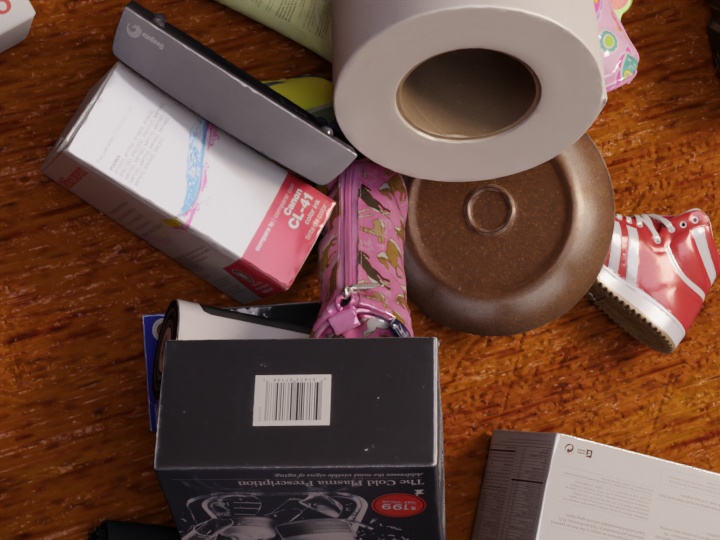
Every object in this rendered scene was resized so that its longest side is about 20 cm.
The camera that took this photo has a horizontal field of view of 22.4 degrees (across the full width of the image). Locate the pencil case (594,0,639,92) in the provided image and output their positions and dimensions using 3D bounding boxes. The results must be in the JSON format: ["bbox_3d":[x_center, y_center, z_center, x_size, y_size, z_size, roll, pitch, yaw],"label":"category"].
[{"bbox_3d":[0.163,-0.239,1.494,0.087,0.087,0.202,-23,100,-17],"label":"pencil case"}]

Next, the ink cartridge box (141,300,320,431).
[{"bbox_3d":[-0.074,0.075,1.471,0.198,0.037,0.096,-4,88,-15],"label":"ink cartridge box"}]

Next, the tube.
[{"bbox_3d":[-0.095,-0.239,1.482,0.198,0.052,0.058,20,122,-18],"label":"tube"}]

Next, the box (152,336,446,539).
[{"bbox_3d":[-0.037,0.137,1.332,0.198,0.183,0.105,-1,59,5],"label":"box"}]

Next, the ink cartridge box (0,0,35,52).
[{"bbox_3d":[-0.357,-0.238,1.381,0.146,0.083,0.201,-32,96,-16],"label":"ink cartridge box"}]

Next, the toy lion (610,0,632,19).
[{"bbox_3d":[0.149,-0.284,1.554,0.199,0.069,0.193,25,87,-13],"label":"toy lion"}]

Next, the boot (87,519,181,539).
[{"bbox_3d":[-0.131,0.292,1.413,0.166,0.076,0.202,0,79,-20],"label":"boot"}]

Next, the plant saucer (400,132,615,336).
[{"bbox_3d":[0.107,-0.048,1.485,0.198,0.037,0.203,-1,86,11],"label":"plant saucer"}]

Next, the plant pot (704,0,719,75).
[{"bbox_3d":[0.415,-0.225,1.565,0.196,0.200,0.202,-15,90,-9],"label":"plant pot"}]

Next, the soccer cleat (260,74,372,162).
[{"bbox_3d":[-0.070,-0.129,1.482,0.198,0.065,0.084,13,53,-11],"label":"soccer cleat"}]

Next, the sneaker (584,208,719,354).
[{"bbox_3d":[0.220,-0.035,1.548,0.200,0.071,0.113,42,74,-10],"label":"sneaker"}]

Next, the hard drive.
[{"bbox_3d":[-0.098,-0.133,1.368,0.199,0.135,0.043,32,96,-10],"label":"hard drive"}]

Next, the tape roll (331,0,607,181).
[{"bbox_3d":[0.076,-0.181,1.357,0.201,0.203,0.140,8,55,-16],"label":"tape roll"}]

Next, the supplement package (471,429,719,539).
[{"bbox_3d":[0.196,0.248,1.479,0.189,0.147,0.202,15,82,-15],"label":"supplement package"}]

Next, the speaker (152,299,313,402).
[{"bbox_3d":[-0.057,0.081,1.415,0.198,0.081,0.082,12,83,-15],"label":"speaker"}]

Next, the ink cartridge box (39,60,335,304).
[{"bbox_3d":[-0.135,-0.063,1.402,0.199,0.147,0.086,34,77,-12],"label":"ink cartridge box"}]

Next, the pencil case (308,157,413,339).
[{"bbox_3d":[0.000,0.000,1.403,0.082,0.087,0.201,24,35,-18],"label":"pencil case"}]
